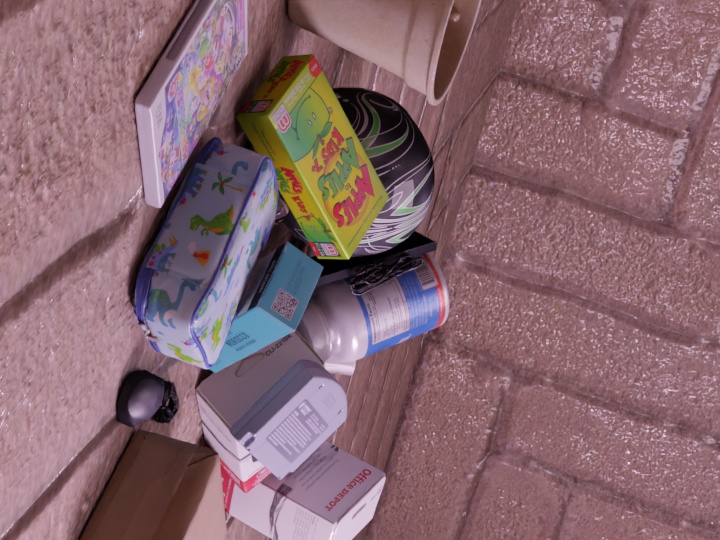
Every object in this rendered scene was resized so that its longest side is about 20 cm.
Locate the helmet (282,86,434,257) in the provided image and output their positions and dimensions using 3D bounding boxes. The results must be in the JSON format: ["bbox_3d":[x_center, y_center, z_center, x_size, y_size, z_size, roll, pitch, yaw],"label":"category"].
[{"bbox_3d":[-0.008,-0.111,1.831,0.192,0.197,0.202,-86,-175,-48],"label":"helmet"}]

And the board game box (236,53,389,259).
[{"bbox_3d":[-0.048,-0.120,1.610,0.102,0.047,0.201,-57,132,-34],"label":"board game box"}]

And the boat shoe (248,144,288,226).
[{"bbox_3d":[-0.108,-0.078,1.624,0.073,0.064,0.202,80,31,-75],"label":"boat shoe"}]

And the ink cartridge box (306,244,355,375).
[{"bbox_3d":[-0.038,0.037,2.031,0.145,0.083,0.203,99,-3,-82],"label":"ink cartridge box"}]

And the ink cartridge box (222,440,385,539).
[{"bbox_3d":[-0.088,0.288,1.993,0.147,0.198,0.084,-34,145,-54],"label":"ink cartridge box"}]

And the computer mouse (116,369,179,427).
[{"bbox_3d":[-0.211,0.139,1.555,0.200,0.034,0.059,53,55,-80],"label":"computer mouse"}]

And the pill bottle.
[{"bbox_3d":[0.005,0.050,1.901,0.198,0.113,0.113,-20,144,-23],"label":"pill bottle"}]

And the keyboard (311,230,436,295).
[{"bbox_3d":[0.000,0.000,1.857,0.104,0.198,0.040,33,-44,59],"label":"keyboard"}]

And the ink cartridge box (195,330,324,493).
[{"bbox_3d":[-0.119,0.170,1.850,0.144,0.084,0.201,-38,158,-19],"label":"ink cartridge box"}]

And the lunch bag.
[{"bbox_3d":[-0.148,-0.013,1.464,0.161,0.081,0.202,82,28,-69],"label":"lunch bag"}]

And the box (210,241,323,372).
[{"bbox_3d":[-0.117,0.042,1.581,0.199,0.049,0.083,-29,-148,57],"label":"box"}]

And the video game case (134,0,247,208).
[{"bbox_3d":[-0.148,-0.174,1.341,0.144,0.018,0.201,96,16,-57],"label":"video game case"}]

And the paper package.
[{"bbox_3d":[-0.223,0.298,1.592,0.201,0.102,0.192,93,18,-57],"label":"paper package"}]

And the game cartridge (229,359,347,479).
[{"bbox_3d":[-0.078,0.175,1.771,0.133,0.041,0.200,-40,159,-6],"label":"game cartridge"}]

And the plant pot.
[{"bbox_3d":[0.027,-0.301,1.604,0.200,0.181,0.203,19,90,-81],"label":"plant pot"}]
